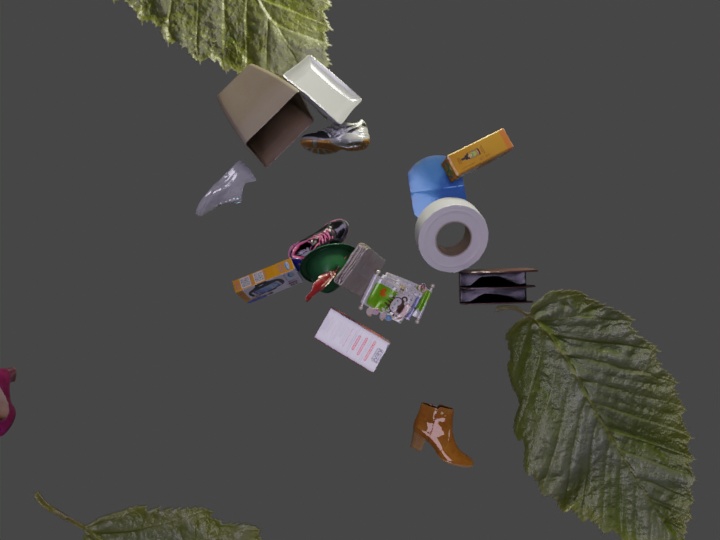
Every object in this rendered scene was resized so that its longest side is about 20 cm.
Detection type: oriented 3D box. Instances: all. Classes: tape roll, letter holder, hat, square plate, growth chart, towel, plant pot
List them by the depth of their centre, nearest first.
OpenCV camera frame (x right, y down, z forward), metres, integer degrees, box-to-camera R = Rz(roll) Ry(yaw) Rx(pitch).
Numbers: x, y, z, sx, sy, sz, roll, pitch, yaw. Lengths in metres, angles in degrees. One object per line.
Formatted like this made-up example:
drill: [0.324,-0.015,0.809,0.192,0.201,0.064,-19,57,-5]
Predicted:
hat: [-0.074,0.045,1.570,0.198,0.166,0.177,-10,52,-15]
plant pot: [-0.273,-0.441,1.597,0.200,0.200,0.177,-44,79,-1]
towel: [0.000,0.000,1.601,0.034,0.200,0.133,35,90,23]
square plate: [-0.104,-0.498,1.604,0.198,0.201,0.028,38,128,-8]
tape roll: [0.254,-0.099,1.626,0.200,0.071,0.204,-2,114,-5]
letter holder: [0.388,0.046,1.629,0.198,0.142,0.102,-2,90,-1]
growth chart: [0.103,0.081,1.668,0.198,0.018,0.146,16,97,-13]

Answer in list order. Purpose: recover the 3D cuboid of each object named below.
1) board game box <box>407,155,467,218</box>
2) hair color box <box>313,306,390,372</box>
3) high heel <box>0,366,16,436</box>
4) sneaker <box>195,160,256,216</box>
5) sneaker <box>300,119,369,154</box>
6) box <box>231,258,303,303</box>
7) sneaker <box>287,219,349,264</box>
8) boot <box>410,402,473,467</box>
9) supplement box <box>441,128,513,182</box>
board game box: [0.221,-0.229,1.678,0.156,0.039,0.202,-9,83,0]
hair color box: [-0.024,0.197,1.663,0.199,0.061,0.102,31,90,0]
high heel: [-1.021,0.373,1.625,0.067,0.096,0.202,4,90,-1]
sneaker: [-0.382,-0.215,1.653,0.088,0.075,0.200,44,88,-13]
sneaker: [-0.074,-0.389,1.662,0.198,0.076,0.089,-3,75,-4]
box: [-0.247,0.028,1.626,0.198,0.119,0.042,-20,70,0]
sneaker: [-0.118,-0.081,1.643,0.199,0.095,0.079,-33,88,-2]
boot: [0.250,0.468,1.664,0.199,0.071,0.145,19,93,4]
supplement box: [0.330,-0.327,1.644,0.199,0.069,0.067,-27,87,-15]
